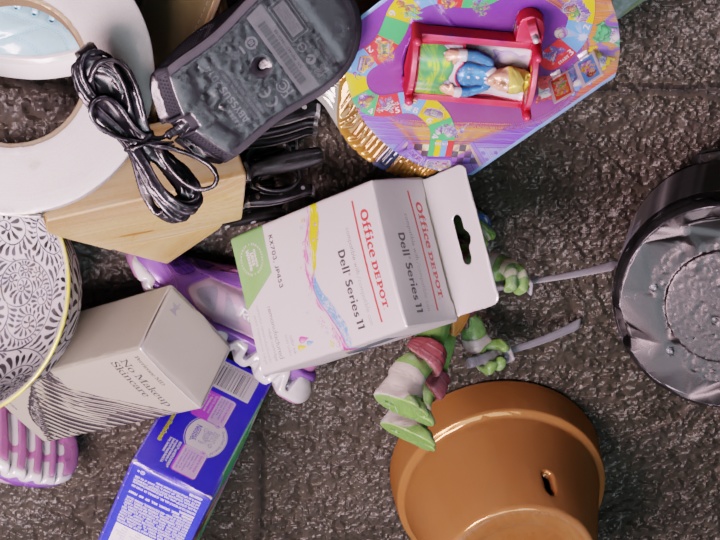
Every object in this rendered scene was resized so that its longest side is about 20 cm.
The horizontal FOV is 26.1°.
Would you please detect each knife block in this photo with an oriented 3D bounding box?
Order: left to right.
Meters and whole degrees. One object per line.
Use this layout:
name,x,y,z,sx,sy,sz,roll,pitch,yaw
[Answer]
knife block,-0.126,-0.081,1.177,0.175,0.064,0.200,-34,153,25

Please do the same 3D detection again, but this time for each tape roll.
tape roll,-0.244,-0.138,1.094,0.202,0.037,0.204,0,92,-9

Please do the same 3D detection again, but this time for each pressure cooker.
pressure cooker,0.295,-0.002,1.244,0.175,0.200,0.179,-25,98,19

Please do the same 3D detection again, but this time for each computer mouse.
computer mouse,-0.092,-0.140,1.089,0.200,0.053,0.139,-33,109,-4

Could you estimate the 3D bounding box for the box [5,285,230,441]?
box,-0.208,0.079,1.265,0.199,0.069,0.082,-16,128,40

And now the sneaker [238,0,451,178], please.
sneaker,-0.009,-0.152,1.178,0.200,0.088,0.075,39,107,-19

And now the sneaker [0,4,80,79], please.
sneaker,-0.258,-0.191,1.134,0.199,0.074,0.082,-1,125,-1

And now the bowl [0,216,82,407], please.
bowl,-0.293,0.019,1.235,0.200,0.201,0.094,-35,163,15

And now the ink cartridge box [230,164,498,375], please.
ink cartridge box,0.000,0.000,1.188,0.200,0.118,0.067,-21,170,40

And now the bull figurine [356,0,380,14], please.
bull figurine,0.033,-0.220,1.154,0.121,0.065,0.200,-41,122,11

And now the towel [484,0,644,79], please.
towel,0.142,-0.259,1.115,0.171,0.048,0.200,-38,121,-12

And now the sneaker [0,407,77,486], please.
sneaker,-0.346,0.150,1.338,0.199,0.081,0.089,15,140,-24

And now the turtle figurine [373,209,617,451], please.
turtle figurine,0.103,0.053,1.256,0.200,0.144,0.194,35,69,-15

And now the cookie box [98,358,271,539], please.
cookie box,-0.162,0.194,1.319,0.075,0.171,0.200,26,124,0

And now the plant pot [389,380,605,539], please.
plant pot,0.131,0.219,1.396,0.199,0.140,0.201,-2,122,-3

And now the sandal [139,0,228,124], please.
sandal,-0.132,-0.167,1.184,0.069,0.078,0.212,0,136,-43

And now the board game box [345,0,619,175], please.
board game box,0.086,-0.146,1.102,0.200,0.039,0.158,-34,119,20

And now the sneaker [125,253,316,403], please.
sneaker,-0.101,0.023,1.291,0.200,0.081,0.089,36,98,-19
